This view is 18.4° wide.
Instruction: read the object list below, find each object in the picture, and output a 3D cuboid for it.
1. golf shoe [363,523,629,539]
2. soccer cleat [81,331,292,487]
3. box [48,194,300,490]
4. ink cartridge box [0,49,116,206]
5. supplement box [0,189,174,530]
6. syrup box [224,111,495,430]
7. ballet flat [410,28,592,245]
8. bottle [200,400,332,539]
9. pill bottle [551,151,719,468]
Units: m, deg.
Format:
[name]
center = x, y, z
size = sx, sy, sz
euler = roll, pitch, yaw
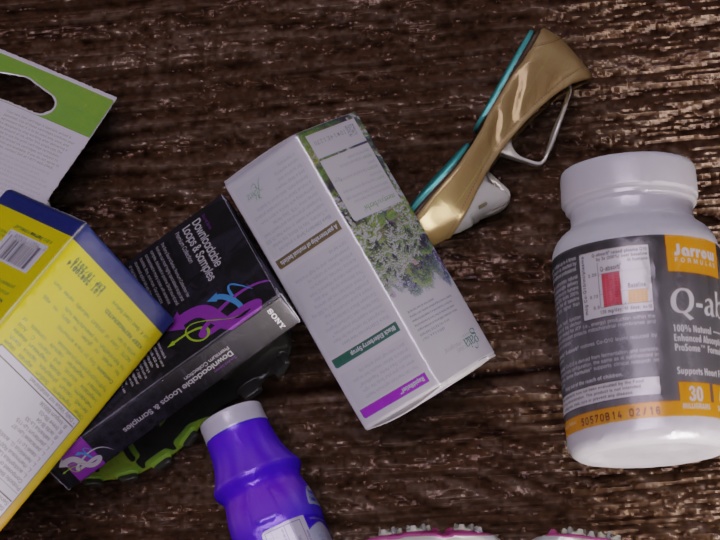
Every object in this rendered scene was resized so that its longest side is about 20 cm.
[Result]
[golf shoe]
center = 0.089, 0.218, 1.508
size = 0.199, 0.075, 0.092
euler = 2, 80, 11
[soccer cleat]
center = -0.139, 0.082, 1.594
size = 0.200, 0.065, 0.084
euler = -33, 44, 4
[box]
center = -0.149, 0.047, 1.559
size = 0.200, 0.036, 0.143
euler = -37, 37, 3
[ink cartridge box]
center = -0.282, -0.058, 1.638
size = 0.147, 0.076, 0.200
euler = 23, 63, 15
[supplement box]
center = -0.245, 0.062, 1.503
size = 0.200, 0.109, 0.109
euler = -51, 39, -15
[syrup box]
center = 0.000, 0.000, 1.536
size = 0.081, 0.079, 0.200
euler = -31, 87, 37
[ballet flat]
center = 0.096, -0.080, 1.585
size = 0.063, 0.069, 0.200
euler = 35, 85, 0
[bottle]
center = -0.052, 0.188, 1.532
size = 0.065, 0.084, 0.201
euler = -25, 73, 1
[pill bottle]
center = 0.190, 0.028, 1.515
size = 0.116, 0.116, 0.201
euler = -5, 76, 8
